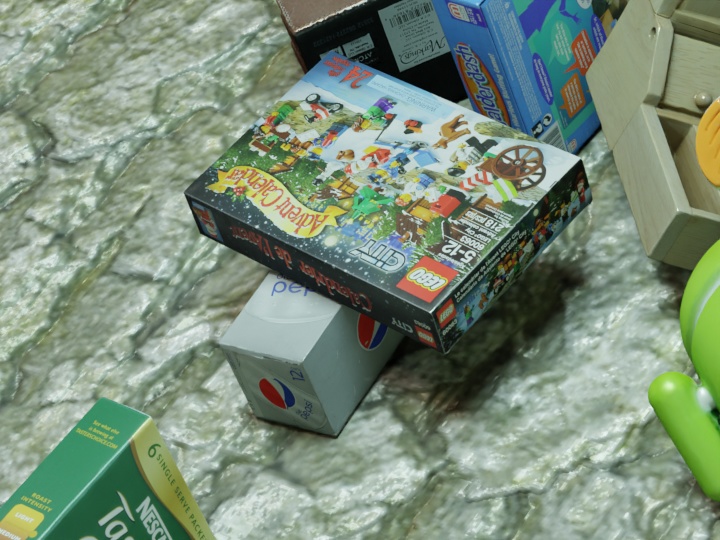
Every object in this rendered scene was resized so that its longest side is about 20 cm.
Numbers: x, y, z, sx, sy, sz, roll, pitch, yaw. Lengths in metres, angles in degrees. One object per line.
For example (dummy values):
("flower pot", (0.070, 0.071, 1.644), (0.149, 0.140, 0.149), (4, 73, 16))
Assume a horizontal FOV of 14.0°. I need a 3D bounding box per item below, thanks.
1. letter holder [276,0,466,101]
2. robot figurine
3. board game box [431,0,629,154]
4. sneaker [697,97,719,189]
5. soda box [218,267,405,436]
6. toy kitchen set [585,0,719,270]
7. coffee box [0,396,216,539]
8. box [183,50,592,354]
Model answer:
("letter holder", (0.045, -0.191, 1.906), (0.200, 0.101, 0.142), (-24, 39, -1))
("robot figurine", (0.241, 0.048, 1.550), (0.175, 0.116, 0.200), (-31, 41, 3))
("board game box", (0.136, -0.173, 1.804), (0.045, 0.152, 0.200), (21, 56, 39))
("sneaker", (0.276, -0.095, 1.593), (0.200, 0.092, 0.076), (-22, 79, 5))
("soda box", (0.000, 0.000, 1.747), (0.063, 0.068, 0.200), (12, 52, 34))
("toy kitchen set", (0.261, -0.118, 1.694), (0.163, 0.200, 0.181), (14, 37, -21))
("coffee box", (-0.166, 0.179, 1.593), (0.044, 0.123, 0.200), (18, 54, 38))
("box", (0.015, -0.043, 1.706), (0.200, 0.038, 0.137), (25, 59, 36))
